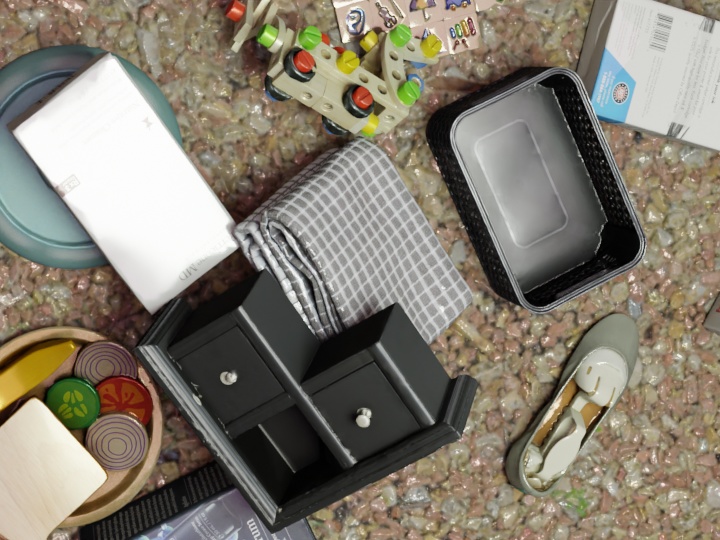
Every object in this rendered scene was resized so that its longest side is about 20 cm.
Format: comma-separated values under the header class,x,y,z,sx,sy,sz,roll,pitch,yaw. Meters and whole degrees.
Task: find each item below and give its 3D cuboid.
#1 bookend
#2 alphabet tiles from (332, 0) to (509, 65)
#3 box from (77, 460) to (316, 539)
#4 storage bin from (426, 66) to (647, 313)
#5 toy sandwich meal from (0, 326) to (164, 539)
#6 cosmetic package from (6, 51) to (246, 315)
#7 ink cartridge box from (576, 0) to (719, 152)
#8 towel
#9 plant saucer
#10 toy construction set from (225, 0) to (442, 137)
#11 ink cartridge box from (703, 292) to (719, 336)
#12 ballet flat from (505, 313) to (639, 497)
class,x,y,z,sx,sy,sz,roll,pitch,yaw
bookend,-0.042,0.081,1.257,0.199,0.092,0.199,-29,105,24
alphabet tiles,0.046,-0.294,1.415,0.165,0.006,0.202,-15,100,-9
box,-0.137,0.270,1.398,0.199,0.107,0.149,-27,102,-7
storage bin,0.162,-0.077,1.423,0.134,0.094,0.201,-26,102,-7
toy sandwich meal,-0.273,0.149,1.372,0.203,0.070,0.207,-2,98,-11
cosmetic package,-0.202,-0.076,1.323,0.113,0.081,0.201,-40,107,-7
ink cartridge box,0.309,-0.180,1.452,0.198,0.068,0.117,15,94,-13
towel,0.000,0.000,1.358,0.201,0.085,0.166,58,41,-12
plant saucer,-0.256,-0.099,1.367,0.198,0.027,0.202,-2,98,-12
toy construction set,-0.027,-0.188,1.355,0.198,0.092,0.132,20,54,-11
ink cartridge box,0.431,-0.005,1.459,0.084,0.146,0.201,28,90,-13
ballet flat,0.214,0.134,1.475,0.067,0.064,0.201,35,89,-14
